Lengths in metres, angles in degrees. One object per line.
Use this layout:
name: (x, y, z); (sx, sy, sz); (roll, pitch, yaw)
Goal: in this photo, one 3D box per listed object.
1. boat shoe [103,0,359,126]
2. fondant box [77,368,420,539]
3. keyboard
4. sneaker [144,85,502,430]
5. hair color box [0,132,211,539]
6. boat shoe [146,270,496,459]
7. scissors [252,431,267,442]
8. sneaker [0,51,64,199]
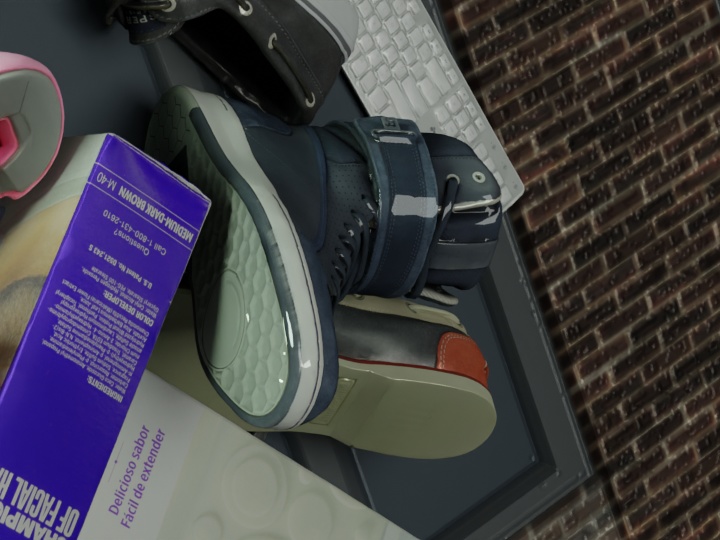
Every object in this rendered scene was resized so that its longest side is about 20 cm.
boat shoe: (-0.079, -0.122, 1.241); (0.200, 0.070, 0.066); (37, 64, -43)
fondant box: (-0.079, 0.138, 1.222); (0.200, 0.058, 0.145); (34, 66, -32)
keyboard: (0.014, -0.100, 1.357); (0.056, 0.011, 0.200); (-47, 118, -32)
sneaker: (0.000, -0.002, 1.210); (0.146, 0.203, 0.077); (11, 123, -24)
hair color box: (-0.145, 0.048, 1.144); (0.065, 0.109, 0.201); (33, 67, -36)
boat shoe: (-0.031, 0.030, 1.279); (0.199, 0.071, 0.063); (14, 42, -28)
scissors: (-0.074, 0.149, 1.272); (0.073, 0.014, 0.200); (53, 56, -25)
sneaker: (-0.214, -0.035, 1.114); (0.200, 0.095, 0.079); (-31, 141, -16)
